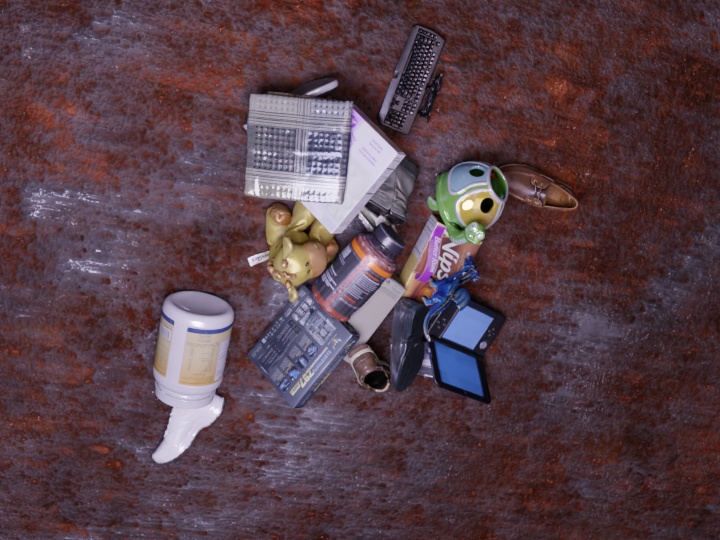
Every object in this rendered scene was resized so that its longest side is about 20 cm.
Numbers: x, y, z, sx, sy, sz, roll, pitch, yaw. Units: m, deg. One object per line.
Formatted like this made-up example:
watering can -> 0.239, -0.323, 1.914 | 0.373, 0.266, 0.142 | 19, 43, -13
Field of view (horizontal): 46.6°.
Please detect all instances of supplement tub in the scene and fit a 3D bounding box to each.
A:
supplement tub -> 0.000, 0.000, 1.665 | 0.106, 0.107, 0.200 | 37, 108, -22
supplement tub -> -0.337, 0.158, 1.672 | 0.142, 0.145, 0.203 | 9, 109, -16

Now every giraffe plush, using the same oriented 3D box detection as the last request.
giraffe plush -> -0.125, -0.035, 1.635 | 0.199, 0.162, 0.173 | -36, 114, 2

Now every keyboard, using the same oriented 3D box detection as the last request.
keyboard -> 0.114, -0.365, 1.632 | 0.102, 0.040, 0.203 | 16, 107, -17

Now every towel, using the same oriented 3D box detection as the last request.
towel -> -0.117, -0.226, 1.545 | 0.196, 0.035, 0.196 | 6, 101, 4

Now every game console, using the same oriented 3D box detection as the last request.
game console -> 0.237, 0.167, 1.792 | 0.198, 0.118, 0.172 | 23, 104, -41

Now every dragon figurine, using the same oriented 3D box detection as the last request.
dragon figurine -> 0.182, 0.049, 1.693 | 0.098, 0.201, 0.059 | -17, 120, 36

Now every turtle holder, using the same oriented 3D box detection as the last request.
turtle holder -> 0.216, -0.139, 1.657 | 0.131, 0.185, 0.142 | -23, 101, 37

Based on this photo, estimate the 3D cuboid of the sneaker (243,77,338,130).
sneaker -> -0.116, -0.286, 1.595 | 0.198, 0.071, 0.100 | -28, 114, 6

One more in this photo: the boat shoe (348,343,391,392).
boat shoe -> 0.030, 0.230, 1.774 | 0.074, 0.075, 0.202 | -35, 148, 4

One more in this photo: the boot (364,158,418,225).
boot -> 0.027, -0.183, 1.630 | 0.198, 0.067, 0.132 | 32, 59, -23

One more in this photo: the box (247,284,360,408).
box -> -0.118, 0.157, 1.723 | 0.201, 0.158, 0.051 | -51, 157, 10

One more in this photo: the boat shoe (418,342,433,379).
boat shoe -> 0.161, 0.209, 1.848 | 0.197, 0.072, 0.068 | 14, 131, -28

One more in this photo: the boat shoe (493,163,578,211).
boat shoe -> 0.370, -0.171, 1.749 | 0.197, 0.068, 0.073 | 15, 107, -18

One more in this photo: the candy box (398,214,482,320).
candy box -> 0.159, -0.003, 1.772 | 0.115, 0.057, 0.202 | 22, 106, -20

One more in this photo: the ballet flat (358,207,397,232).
ballet flat -> 0.020, -0.135, 1.685 | 0.071, 0.072, 0.201 | -34, 113, 2

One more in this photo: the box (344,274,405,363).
box -> 0.004, 0.087, 1.758 | 0.068, 0.082, 0.201 | 34, 99, -23

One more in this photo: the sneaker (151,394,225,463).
sneaker -> -0.377, 0.323, 1.777 | 0.087, 0.075, 0.200 | 42, 90, -11

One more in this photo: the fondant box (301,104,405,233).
fondant box -> -0.032, -0.192, 1.580 | 0.144, 0.058, 0.201 | 45, 106, 13

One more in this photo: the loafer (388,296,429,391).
loafer -> 0.092, 0.153, 1.752 | 0.072, 0.072, 0.203 | -2, 111, -44
